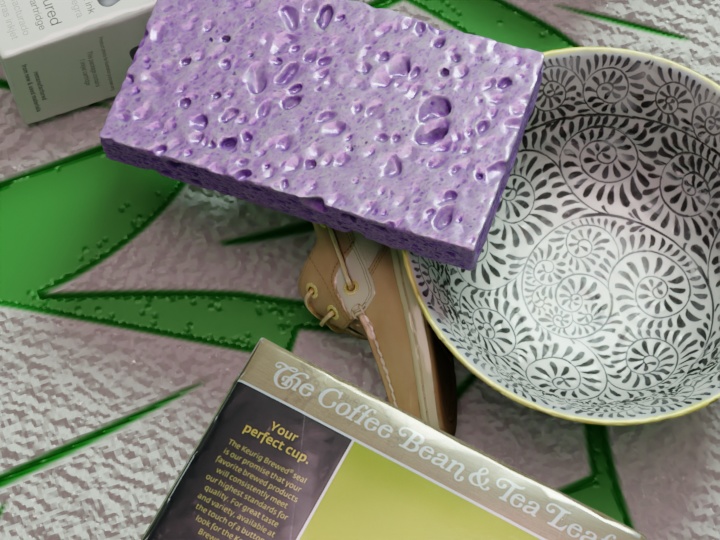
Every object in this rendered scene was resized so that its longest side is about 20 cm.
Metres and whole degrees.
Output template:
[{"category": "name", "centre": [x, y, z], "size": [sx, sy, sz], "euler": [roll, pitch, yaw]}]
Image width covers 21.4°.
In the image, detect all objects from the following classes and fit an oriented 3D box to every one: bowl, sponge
[{"category": "bowl", "centre": [0.119, -0.003, 0.967], "size": [0.199, 0.094, 0.202], "euler": [0, 67, 0]}, {"category": "sponge", "centre": [-0.019, -0.081, 0.937], "size": [0.199, 0.030, 0.112], "euler": [18, 71, 12]}]

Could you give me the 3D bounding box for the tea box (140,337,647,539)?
[{"category": "tea box", "centre": [-0.004, 0.174, 0.871], "size": [0.199, 0.134, 0.197], "euler": [27, 71, 10]}]

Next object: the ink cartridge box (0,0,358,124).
[{"category": "ink cartridge box", "centre": [-0.116, -0.187, 1.047], "size": [0.199, 0.084, 0.145], "euler": [-19, 70, -8]}]

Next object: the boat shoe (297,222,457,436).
[{"category": "boat shoe", "centre": [0.000, 0.000, 0.984], "size": [0.066, 0.074, 0.201], "euler": [-18, 67, 7]}]
